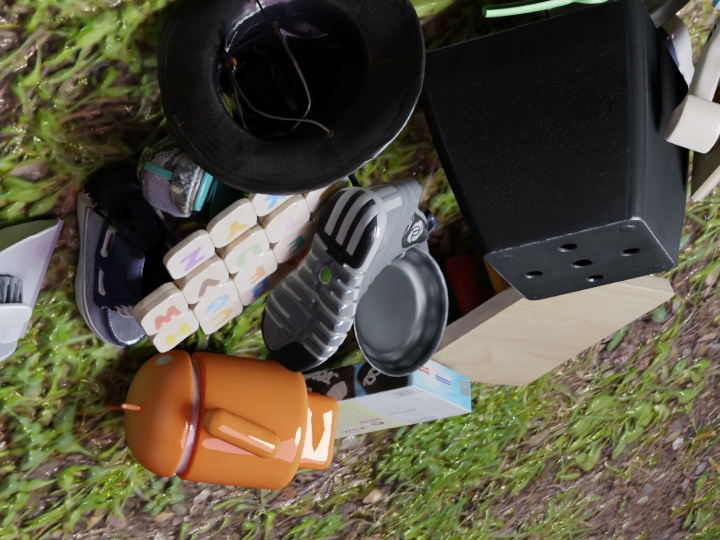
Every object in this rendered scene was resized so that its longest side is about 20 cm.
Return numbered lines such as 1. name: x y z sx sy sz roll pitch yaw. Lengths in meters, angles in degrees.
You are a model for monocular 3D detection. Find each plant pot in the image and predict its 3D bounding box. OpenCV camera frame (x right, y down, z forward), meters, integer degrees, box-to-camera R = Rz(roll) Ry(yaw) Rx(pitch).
1. plant pot: 0.173 -0.087 1.549 0.199 0.178 0.200 -14 157 18

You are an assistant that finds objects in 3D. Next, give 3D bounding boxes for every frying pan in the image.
1. frying pan: 0.009 0.013 1.582 0.190 0.031 0.115 43 65 -36

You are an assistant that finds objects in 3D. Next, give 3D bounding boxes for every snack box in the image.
1. snack box: -0.009 0.123 1.746 0.199 0.037 0.116 -14 157 27

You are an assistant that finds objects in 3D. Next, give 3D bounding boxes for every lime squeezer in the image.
1. lime squeezer: 0.189 -0.240 1.454 0.200 0.038 0.071 -38 148 1

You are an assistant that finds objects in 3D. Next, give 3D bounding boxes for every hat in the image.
1. hat: -0.049 -0.142 1.375 0.200 0.201 0.081 -35 170 -6

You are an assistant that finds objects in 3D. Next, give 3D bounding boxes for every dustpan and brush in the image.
1. dustpan and brush: -0.316 0.035 1.405 0.199 0.057 0.140 -8 137 -39

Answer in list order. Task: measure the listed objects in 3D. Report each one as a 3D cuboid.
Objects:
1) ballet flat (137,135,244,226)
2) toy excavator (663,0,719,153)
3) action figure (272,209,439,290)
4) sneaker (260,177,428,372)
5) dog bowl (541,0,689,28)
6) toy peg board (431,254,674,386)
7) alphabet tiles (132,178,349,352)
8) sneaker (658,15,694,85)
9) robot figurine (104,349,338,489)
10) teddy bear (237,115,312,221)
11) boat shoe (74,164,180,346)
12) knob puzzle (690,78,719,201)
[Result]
1. ballet flat: -0.135 -0.074 1.436 0.072 0.072 0.200 -40 176 3
2. toy excavator: 0.303 -0.218 1.465 0.099 0.195 0.200 17 139 -2
3. action figure: -0.007 0.027 1.669 0.200 0.105 0.193 -50 136 12
4. sneaker: 0.000 0.000 1.515 0.115 0.075 0.200 -26 157 -44
5. dog bowl: 0.216 -0.281 1.531 0.199 0.074 0.201 -26 146 -19
6. toy peg board: 0.158 0.019 1.780 0.199 0.098 0.199 -35 154 32
7. alphabet tiles: -0.089 -0.010 1.452 0.200 0.015 0.196 -37 163 -8
8. sneaker: 0.274 -0.169 1.732 0.084 0.075 0.200 -39 138 -2
9. robot figurine: -0.121 0.131 1.635 0.199 0.144 0.117 8 127 -17
10. teddy bear: -0.042 -0.101 1.489 0.200 0.067 0.145 -55 164 17
11. boat shoe: -0.181 0.016 1.485 0.074 0.093 0.200 -26 145 -19
12. knob puzzle: 0.334 -0.179 1.547 0.030 0.220 0.220 17 126 -10
